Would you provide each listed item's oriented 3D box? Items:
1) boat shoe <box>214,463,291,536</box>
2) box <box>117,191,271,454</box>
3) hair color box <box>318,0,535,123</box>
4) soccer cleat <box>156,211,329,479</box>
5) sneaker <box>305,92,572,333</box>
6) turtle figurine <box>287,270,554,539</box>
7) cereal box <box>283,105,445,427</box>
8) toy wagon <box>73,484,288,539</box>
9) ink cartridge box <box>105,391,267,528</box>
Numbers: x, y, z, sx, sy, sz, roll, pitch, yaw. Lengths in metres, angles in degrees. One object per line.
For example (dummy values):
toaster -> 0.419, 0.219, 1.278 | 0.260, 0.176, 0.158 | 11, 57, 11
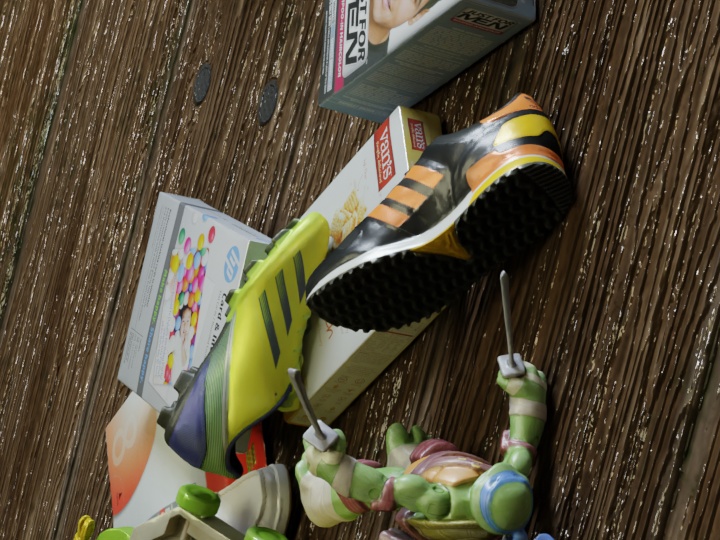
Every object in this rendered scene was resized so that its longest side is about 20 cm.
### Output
boat shoe -> -0.117, 0.207, 1.698 | 0.200, 0.069, 0.071 | -51, 34, 41
box -> -0.120, 0.036, 1.730 | 0.200, 0.041, 0.157 | 28, 106, 62
hair color box -> 0.044, -0.184, 1.566 | 0.200, 0.060, 0.100 | -30, 52, 55
soccer cleat -> -0.065, 0.053, 1.601 | 0.201, 0.083, 0.065 | -59, -5, 10
sneaker -> 0.047, -0.037, 1.453 | 0.199, 0.070, 0.091 | -32, 41, 27
turtle figurine -> 0.034, 0.092, 1.376 | 0.144, 0.200, 0.194 | -49, 12, -23
cereal box -> 0.000, 0.000, 1.592 | 0.200, 0.039, 0.145 | -48, 39, 45
toy wagon -> -0.128, 0.234, 1.646 | 0.199, 0.039, 0.156 | 28, 105, 33
ink cartridge box -> -0.141, 0.142, 1.801 | 0.200, 0.050, 0.163 | 125, 146, -43
